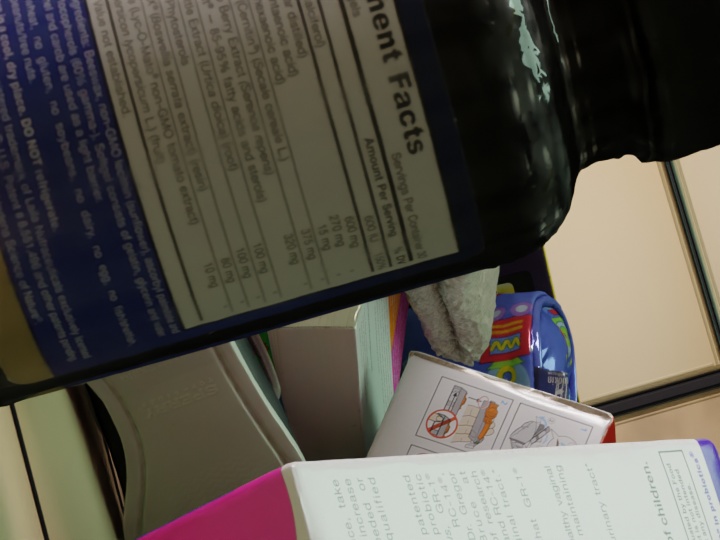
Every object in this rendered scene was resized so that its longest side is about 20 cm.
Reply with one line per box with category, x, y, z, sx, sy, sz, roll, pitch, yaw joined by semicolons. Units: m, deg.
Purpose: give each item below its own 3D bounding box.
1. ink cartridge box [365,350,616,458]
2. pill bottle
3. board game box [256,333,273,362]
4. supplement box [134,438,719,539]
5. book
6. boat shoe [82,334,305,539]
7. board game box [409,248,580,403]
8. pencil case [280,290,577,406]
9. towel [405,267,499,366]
ink cartridge box;0.026;0.163;1.026;0.176;0.084;0.201;77;34;-61
pill bottle;-0.015;-0.045;0.667;0.112;0.199;0.112;164;-90;-89
board game box;-0.069;-0.030;1.151;0.200;0.101;0.048;76;-1;-49
supplement box;0.027;0.116;0.838;0.200;0.101;0.104;0;68;-49
book;0.000;0.000;1.091;0.201;0.048;0.134;-82;170;-47
boat shoe;-0.064;0.048;0.986;0.060;0.074;0.201;-98;165;-60
board game box;-0.002;0.039;1.327;0.057;0.199;0.166;-104;179;-61
pencil case;0.003;0.065;1.241;0.078;0.199;0.087;49;34;-63
towel;0.034;-0.049;1.071;0.200;0.034;0.133;68;27;-72
